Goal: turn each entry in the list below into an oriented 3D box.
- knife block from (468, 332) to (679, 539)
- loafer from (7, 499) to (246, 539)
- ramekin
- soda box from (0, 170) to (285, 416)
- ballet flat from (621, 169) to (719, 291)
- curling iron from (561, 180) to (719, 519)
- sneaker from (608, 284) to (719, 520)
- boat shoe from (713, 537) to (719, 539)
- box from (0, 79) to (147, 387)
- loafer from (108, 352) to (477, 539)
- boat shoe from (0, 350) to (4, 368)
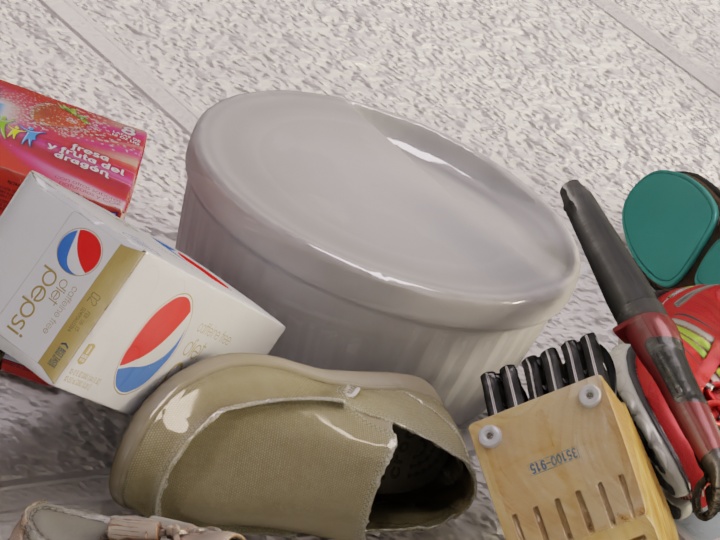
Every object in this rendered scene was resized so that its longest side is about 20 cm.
[{"bbox_3d":[0.108,0.121,1.311,0.176,0.064,0.201,48,22,-67],"label":"knife block"},{"bbox_3d":[-0.045,0.131,1.177,0.199,0.063,0.072,24,25,4],"label":"loafer"},{"bbox_3d":[0.000,0.000,1.443,0.202,0.094,0.203,18,25,-9],"label":"ramekin"},{"bbox_3d":[-0.100,0.020,1.253,0.064,0.068,0.200,34,0,18],"label":"soda box"},{"bbox_3d":[0.206,0.002,1.640,0.068,0.068,0.200,35,7,-23],"label":"ballet flat"},{"bbox_3d":[0.133,0.036,1.374,0.025,0.050,0.200,-17,56,-13],"label":"curling iron"},{"bbox_3d":[0.172,0.052,1.462,0.085,0.077,0.200,-18,21,14],"label":"sneaker"},{"bbox_3d":[0.223,0.162,1.344,0.200,0.074,0.066,10,59,-41],"label":"boat shoe"},{"bbox_3d":[-0.208,-0.037,1.340,0.199,0.100,0.096,19,25,-5],"label":"box"},{"bbox_3d":[-0.021,0.081,1.283,0.200,0.076,0.068,-3,29,-44],"label":"loafer"},{"bbox_3d":[-0.189,0.055,1.199,0.075,0.074,0.200,19,25,-5],"label":"boat shoe"}]
